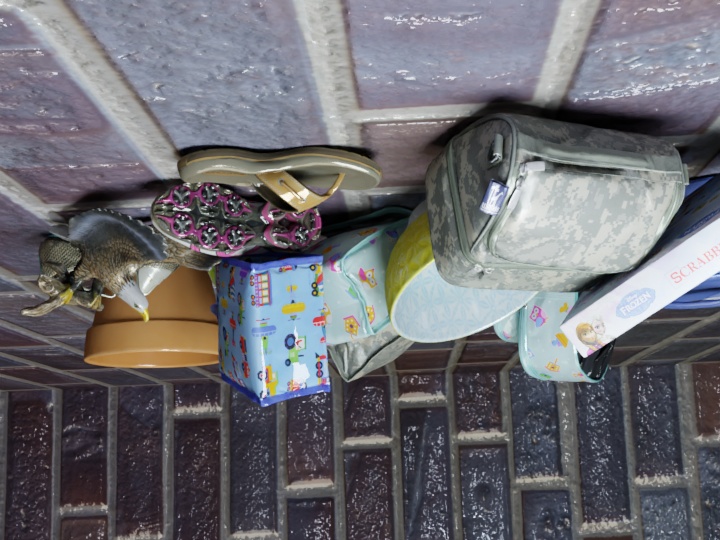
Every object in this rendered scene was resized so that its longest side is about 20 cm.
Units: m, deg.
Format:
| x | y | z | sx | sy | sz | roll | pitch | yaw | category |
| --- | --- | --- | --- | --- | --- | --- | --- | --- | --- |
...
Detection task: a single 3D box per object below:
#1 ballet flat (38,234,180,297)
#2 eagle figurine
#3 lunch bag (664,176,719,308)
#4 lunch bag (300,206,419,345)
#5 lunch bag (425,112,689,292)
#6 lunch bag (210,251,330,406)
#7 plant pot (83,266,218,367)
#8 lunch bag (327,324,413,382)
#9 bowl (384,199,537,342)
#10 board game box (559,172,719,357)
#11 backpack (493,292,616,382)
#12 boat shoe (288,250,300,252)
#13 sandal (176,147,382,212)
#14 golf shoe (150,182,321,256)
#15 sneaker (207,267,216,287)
| x | y | z | sx | sy | sz | roll | pitch | yaw | category |
| --- | --- | --- | --- | --- | --- | --- | --- | --- | --- |
| -0.304 | -0.003 | 1.314 | 0.197 | 0.077 | 0.068 | 1 | 168 | -18 | ballet flat |
| -0.265 | -0.016 | 1.178 | 0.199 | 0.153 | 0.151 | -36 | 116 | 24 | eagle figurine |
| 0.375 | -0.022 | 1.189 | 0.197 | 0.135 | 0.135 | -8 | 168 | 29 | lunch bag |
| 0.000 | 0.000 | 1.259 | 0.169 | 0.123 | 0.199 | -15 | -163 | 46 | lunch bag |
| 0.171 | -0.068 | 0.938 | 0.197 | 0.142 | 0.168 | 4 | 157 | -22 | lunch bag |
| -0.125 | 0.057 | 1.191 | 0.093 | 0.153 | 0.199 | -7 | -172 | -33 | lunch bag |
| -0.279 | 0.054 | 1.439 | 0.196 | 0.143 | 0.200 | -1 | 169 | 0 | plant pot |
| 0.048 | 0.046 | 1.441 | 0.199 | 0.118 | 0.164 | -39 | 171 | 18 | lunch bag |
| 0.107 | -0.022 | 1.147 | 0.197 | 0.109 | 0.201 | -16 | 147 | -11 | bowl |
| 0.301 | -0.021 | 1.001 | 0.200 | 0.041 | 0.199 | -41 | 180 | 36 | board game box |
| 0.249 | 0.040 | 1.305 | 0.151 | 0.204 | 0.175 | -7 | 169 | 26 | backpack |
| -0.096 | 0.013 | 1.459 | 0.072 | 0.064 | 0.199 | -12 | 165 | 41 | boat shoe |
| -0.077 | -0.083 | 1.005 | 0.196 | 0.055 | 0.080 | 0 | 169 | -11 | sandal |
| -0.143 | -0.047 | 1.130 | 0.198 | 0.074 | 0.091 | 6 | 168 | -38 | golf shoe |
| -0.116 | 0.042 | 1.329 | 0.075 | 0.202 | 0.105 | -31 | 172 | 30 | sneaker |
